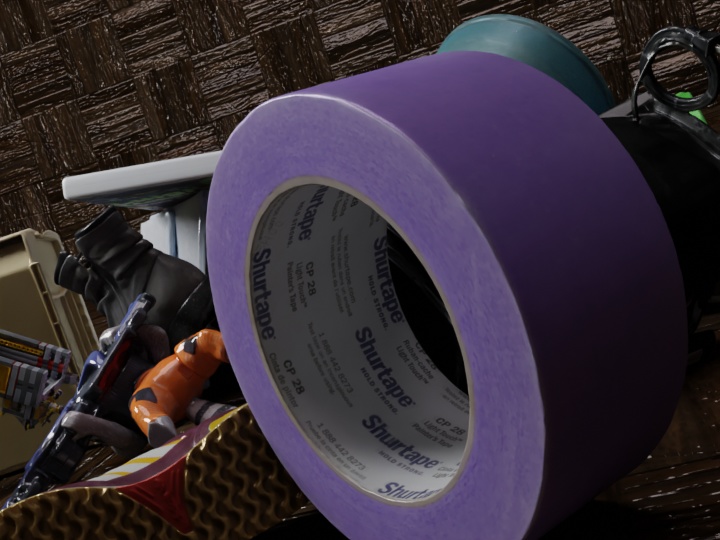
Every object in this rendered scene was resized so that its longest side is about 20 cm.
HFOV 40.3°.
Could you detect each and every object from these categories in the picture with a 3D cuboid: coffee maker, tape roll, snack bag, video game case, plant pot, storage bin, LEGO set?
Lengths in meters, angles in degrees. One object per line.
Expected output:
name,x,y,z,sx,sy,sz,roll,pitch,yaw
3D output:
coffee maker,0.098,-0.018,0.546,0.199,0.193,0.134,-23,24,-28
tape roll,0.025,0.017,0.405,0.085,0.201,0.200,-22,8,-36
snack bag,-0.183,0.028,0.954,0.021,0.190,0.200,3,-6,-27
video game case,-0.143,-0.084,0.913,0.199,0.024,0.182,-8,-1,12
plant pot,0.101,-0.093,0.884,0.200,0.200,0.188,-10,31,52
storage bin,-0.344,0.084,0.873,0.199,0.200,0.094,-18,10,-2
LEGO set,-0.287,0.123,0.721,0.115,0.155,0.200,17,5,0

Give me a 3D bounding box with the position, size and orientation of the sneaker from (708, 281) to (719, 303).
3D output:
sneaker,0.195,-0.033,0.666,0.199,0.067,0.090,23,-6,42

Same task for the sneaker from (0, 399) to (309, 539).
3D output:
sneaker,-0.106,0.126,0.478,0.199,0.075,0.090,-21,-10,-23

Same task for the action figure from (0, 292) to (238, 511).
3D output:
action figure,-0.158,0.113,0.703,0.193,0.105,0.201,-13,41,51

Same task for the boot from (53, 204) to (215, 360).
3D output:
boot,-0.204,0.041,0.838,0.200,0.131,0.070,-54,3,32

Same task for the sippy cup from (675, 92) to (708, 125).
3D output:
sippy cup,0.235,-0.054,0.794,0.130,0.140,0.178,-27,-12,19

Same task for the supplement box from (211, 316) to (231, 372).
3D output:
supplement box,-0.189,0.053,1.101,0.061,0.109,0.200,-19,5,-22
